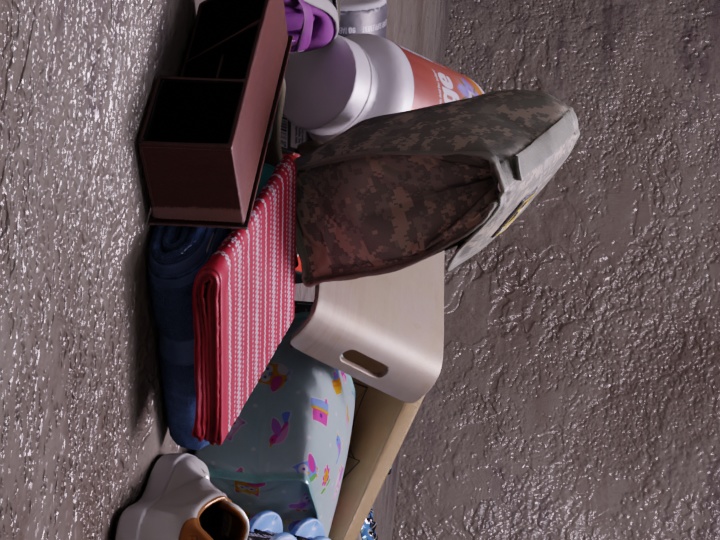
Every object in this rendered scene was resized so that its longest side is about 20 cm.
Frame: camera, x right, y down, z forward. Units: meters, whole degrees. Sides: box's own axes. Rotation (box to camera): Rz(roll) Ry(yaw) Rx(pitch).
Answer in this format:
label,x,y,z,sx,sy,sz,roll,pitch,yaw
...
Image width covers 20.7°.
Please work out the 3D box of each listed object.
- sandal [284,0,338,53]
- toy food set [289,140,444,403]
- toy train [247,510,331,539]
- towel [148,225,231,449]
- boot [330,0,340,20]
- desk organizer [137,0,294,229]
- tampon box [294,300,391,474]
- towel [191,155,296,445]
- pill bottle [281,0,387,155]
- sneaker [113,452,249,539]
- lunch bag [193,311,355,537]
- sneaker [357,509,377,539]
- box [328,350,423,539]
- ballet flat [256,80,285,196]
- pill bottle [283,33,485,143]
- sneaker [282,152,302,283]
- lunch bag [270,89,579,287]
label,x,y,z,sx,sy,sz,roll,pitch,yaw
sandal,-0.072,-0.198,1.557,0.203,0.082,0.050,36,45,-68
toy food set,0.000,0.000,1.660,0.143,0.060,0.201,29,49,-35
toy train,-0.066,0.250,1.529,0.200,0.086,0.115,18,91,-54
towel,-0.118,0.030,1.450,0.112,0.048,0.201,-78,170,-46
boot,-0.060,-0.253,1.642,0.200,0.072,0.183,-94,174,-79
desk organizer,-0.101,-0.128,1.394,0.077,0.071,0.201,84,12,-47
tampon box,-0.028,0.118,1.967,0.200,0.126,0.151,59,36,-80
towel,-0.082,0.019,1.436,0.200,0.022,0.145,-61,157,-60
pill bottle,-0.031,-0.158,1.836,0.106,0.106,0.201,-68,161,-69
sneaker,-0.117,0.183,1.417,0.200,0.084,0.073,-65,158,-77
lunch bag,-0.068,0.154,1.677,0.200,0.121,0.171,76,18,-55
sneaker,0.004,0.262,1.814,0.078,0.090,0.201,29,64,-66
box,-0.022,0.157,1.790,0.163,0.021,0.201,16,-103,56
ballet flat,-0.092,-0.078,1.564,0.070,0.069,0.201,85,11,-56
pill bottle,0.021,-0.142,1.728,0.200,0.112,0.113,16,77,-52
sneaker,-0.080,-0.049,1.698,0.201,0.067,0.109,19,62,-75
lunch bag,0.062,-0.069,1.540,0.164,0.199,0.118,-36,111,-56
